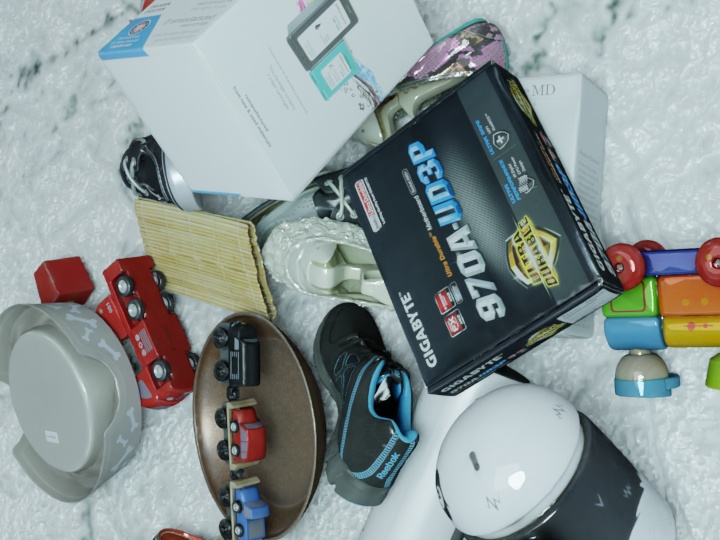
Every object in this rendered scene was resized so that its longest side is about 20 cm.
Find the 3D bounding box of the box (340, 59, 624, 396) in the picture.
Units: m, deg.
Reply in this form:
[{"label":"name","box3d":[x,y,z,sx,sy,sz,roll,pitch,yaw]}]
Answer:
[{"label":"box","box3d":[0.085,-0.031,0.815,0.158,0.046,0.202,-34,62,26]}]

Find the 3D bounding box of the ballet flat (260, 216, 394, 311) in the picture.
[{"label":"ballet flat","box3d":[0.000,0.000,0.910,0.197,0.072,0.073,10,89,16]}]

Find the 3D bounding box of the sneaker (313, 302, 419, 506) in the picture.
[{"label":"sneaker","box3d":[0.012,0.092,0.881,0.082,0.072,0.201,-53,30,32]}]

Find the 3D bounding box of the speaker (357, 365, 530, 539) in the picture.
[{"label":"speaker","box3d":[0.063,0.162,0.871,0.081,0.081,0.202,26,96,31]}]

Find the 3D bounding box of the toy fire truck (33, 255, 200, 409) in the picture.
[{"label":"toy fire truck","box3d":[-0.245,0.058,1.085,0.141,0.048,0.202,-35,74,36]}]

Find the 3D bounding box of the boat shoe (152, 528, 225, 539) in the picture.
[{"label":"boat shoe","box3d":[-0.106,0.270,0.963,0.198,0.071,0.063,18,108,26]}]

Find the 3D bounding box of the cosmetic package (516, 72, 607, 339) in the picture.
[{"label":"cosmetic package","box3d":[0.135,-0.049,0.861,0.100,0.074,0.203,0,85,31]}]

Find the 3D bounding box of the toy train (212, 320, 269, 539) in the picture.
[{"label":"toy train","box3d":[-0.101,0.145,0.932,0.045,0.034,0.203,-2,90,39]}]

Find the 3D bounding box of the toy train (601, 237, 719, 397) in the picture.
[{"label":"toy train","box3d":[0.269,0.033,0.768,0.198,0.084,0.118,-3,92,31]}]

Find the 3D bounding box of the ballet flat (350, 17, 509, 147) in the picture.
[{"label":"ballet flat","box3d":[0.039,-0.147,0.939,0.198,0.069,0.072,-22,76,23]}]

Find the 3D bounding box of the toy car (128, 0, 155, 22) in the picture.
[{"label":"toy car","box3d":[-0.163,-0.222,1.021,0.198,0.176,0.187,13,80,44]}]

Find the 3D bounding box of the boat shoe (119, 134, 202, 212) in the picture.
[{"label":"boat shoe","box3d":[-0.190,-0.094,1.004,0.067,0.200,0.073,-16,111,-9]}]

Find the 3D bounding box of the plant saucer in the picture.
[{"label":"plant saucer","box3d":[-0.086,0.137,0.964,0.199,0.036,0.204,6,97,50]}]

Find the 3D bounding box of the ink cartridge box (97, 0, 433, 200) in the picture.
[{"label":"ink cartridge box","box3d":[-0.072,-0.179,0.870,0.146,0.147,0.200,8,49,47]}]

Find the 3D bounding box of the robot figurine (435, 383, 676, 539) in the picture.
[{"label":"robot figurine","box3d":[0.141,0.173,0.769,0.125,0.200,0.150,-50,17,-16]}]

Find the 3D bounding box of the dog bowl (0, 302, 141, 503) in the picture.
[{"label":"dog bowl","box3d":[-0.292,0.125,1.072,0.198,0.058,0.203,15,113,39]}]

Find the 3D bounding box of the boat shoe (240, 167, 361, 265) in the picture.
[{"label":"boat shoe","box3d":[-0.026,-0.051,0.966,0.198,0.060,0.077,-27,70,26]}]

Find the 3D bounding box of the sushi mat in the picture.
[{"label":"sushi mat","box3d":[-0.150,-0.013,1.013,0.199,0.012,0.097,14,122,48]}]
